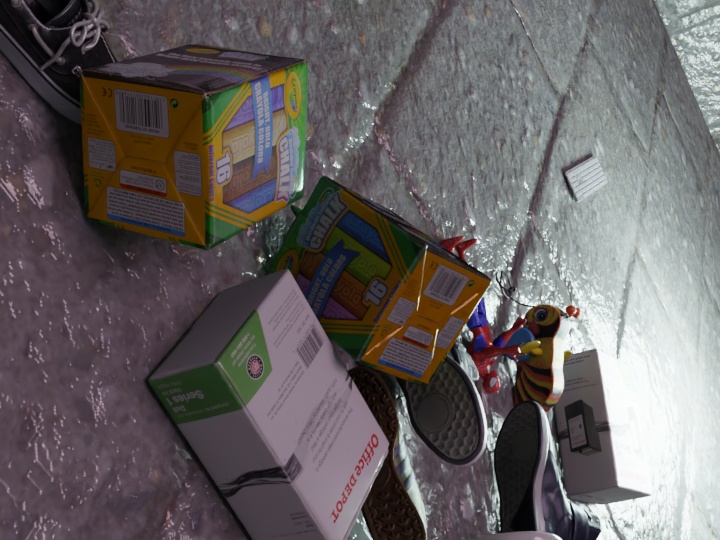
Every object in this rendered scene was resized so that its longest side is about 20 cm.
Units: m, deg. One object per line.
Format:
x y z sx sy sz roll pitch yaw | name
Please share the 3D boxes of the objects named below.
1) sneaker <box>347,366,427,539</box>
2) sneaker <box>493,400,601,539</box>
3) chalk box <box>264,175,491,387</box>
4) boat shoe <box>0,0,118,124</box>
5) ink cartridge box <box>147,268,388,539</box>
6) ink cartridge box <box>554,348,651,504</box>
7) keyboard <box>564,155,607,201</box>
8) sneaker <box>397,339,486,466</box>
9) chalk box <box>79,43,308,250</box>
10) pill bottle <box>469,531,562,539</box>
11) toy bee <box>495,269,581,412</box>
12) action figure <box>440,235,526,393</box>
0.020 0.204 1.054 0.090 0.066 0.202 77 -4 -62 | sneaker
0.240 0.274 1.337 0.145 0.077 0.204 17 70 -41 | sneaker
0.000 0.000 1.019 0.124 0.200 0.125 24 99 -49 | chalk box
-0.234 -0.190 0.822 0.200 0.068 0.074 50 38 -33 | boat shoe
-0.072 0.126 0.913 0.201 0.084 0.146 62 33 -19 | ink cartridge box
0.351 0.231 1.545 0.145 0.083 0.202 24 56 -52 | ink cartridge box
0.410 -0.168 1.911 0.200 0.011 0.057 -28 100 -59 | keyboard
0.095 0.133 1.117 0.146 0.077 0.203 41 14 -51 | sneaker
-0.122 -0.114 0.879 0.200 0.123 0.125 -34 132 -57 | chalk box
0.176 0.396 1.152 0.114 0.114 0.202 27 53 -50 | pill bottle
0.245 0.090 1.423 0.131 0.108 0.202 -19 92 -57 | toy bee
0.167 0.052 1.331 0.065 0.098 0.202 5 73 -56 | action figure
